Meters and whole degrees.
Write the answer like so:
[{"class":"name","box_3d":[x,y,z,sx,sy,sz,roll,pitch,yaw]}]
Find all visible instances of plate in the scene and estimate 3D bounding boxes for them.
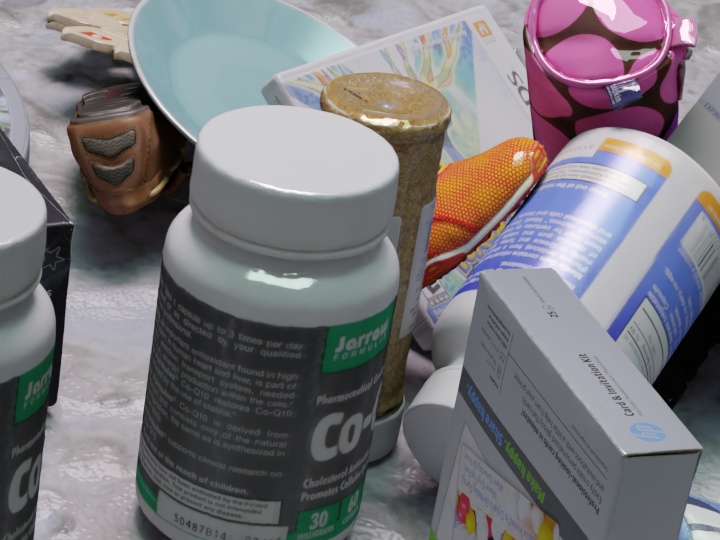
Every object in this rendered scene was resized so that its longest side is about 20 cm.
[{"class":"plate","box_3d":[-0.052,-0.100,1.584,0.200,0.026,0.200,22,34,-16]}]

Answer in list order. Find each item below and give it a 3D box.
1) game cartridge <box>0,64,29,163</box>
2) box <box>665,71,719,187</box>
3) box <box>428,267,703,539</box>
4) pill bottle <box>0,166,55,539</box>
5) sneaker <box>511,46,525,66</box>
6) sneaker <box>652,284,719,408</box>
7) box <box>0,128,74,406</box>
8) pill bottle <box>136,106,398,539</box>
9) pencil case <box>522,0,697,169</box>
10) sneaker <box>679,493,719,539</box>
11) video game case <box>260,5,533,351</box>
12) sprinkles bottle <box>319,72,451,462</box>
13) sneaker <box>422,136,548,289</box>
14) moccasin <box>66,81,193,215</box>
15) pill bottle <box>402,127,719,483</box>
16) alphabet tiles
[{"class":"game cartridge","box_3d":[-0.269,-0.081,1.606,0.133,0.041,0.200,6,28,-14]},{"class":"box","box_3d":[0.288,-0.033,1.485,0.184,0.105,0.200,46,17,23]},{"class":"box","box_3d":[0.080,0.122,1.150,0.041,0.200,0.156,-2,30,-21]},{"class":"pill bottle","box_3d":[-0.197,0.057,1.191,0.113,0.200,0.113,7,28,-4]},{"class":"sneaker","box_3d":[0.064,-0.083,1.661,0.075,0.081,0.200,19,31,14]},{"class":"sneaker","box_3d":[0.169,0.011,1.526,0.087,0.076,0.200,16,28,24]},{"class":"box","box_3d":[-0.267,0.004,1.362,0.200,0.115,0.132,-5,30,-27]},{"class":"pill bottle","box_3d":[-0.043,0.031,1.269,0.113,0.200,0.113,7,28,-4]},{"class":"pencil case","box_3d":[0.143,-0.083,1.493,0.093,0.200,0.091,-5,62,4]},{"class":"sneaker","box_3d":[0.169,0.146,1.275,0.200,0.074,0.082,31,35,21]},{"class":"video game case","box_3d":[0.057,-0.060,1.570,0.200,0.022,0.182,-24,78,-45]},{"class":"sprinkles bottle","box_3d":[0.000,0.000,1.355,0.068,0.200,0.068,7,27,-4]},{"class":"sneaker","box_3d":[0.011,-0.025,1.431,0.200,0.077,0.073,-28,13,24]},{"class":"moccasin","box_3d":[-0.133,-0.072,1.589,0.074,0.078,0.201,-10,11,-2]},{"class":"pill bottle","box_3d":[0.106,0.028,1.381,0.112,0.112,0.200,23,57,24]},{"class":"alphabet tiles","box_3d":[-0.103,-0.138,1.740,0.200,0.015,0.196,21,13,20]}]
